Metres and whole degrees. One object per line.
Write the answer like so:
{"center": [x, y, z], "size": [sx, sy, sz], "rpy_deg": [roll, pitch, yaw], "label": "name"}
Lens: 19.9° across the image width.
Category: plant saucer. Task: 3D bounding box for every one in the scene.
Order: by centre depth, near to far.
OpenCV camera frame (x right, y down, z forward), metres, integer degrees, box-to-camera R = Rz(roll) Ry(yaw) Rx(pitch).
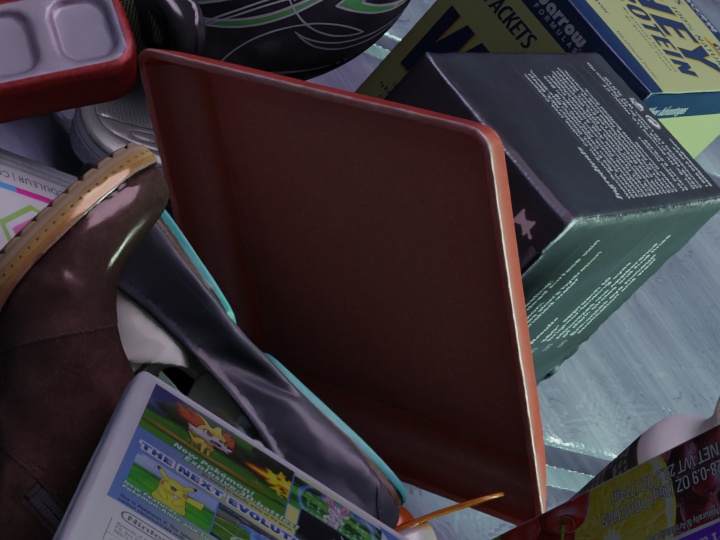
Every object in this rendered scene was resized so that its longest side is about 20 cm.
{"center": [0.000, 0.000, 0.908], "size": [0.199, 0.201, 0.037], "rpy_deg": [16, 40, 38], "label": "plant saucer"}

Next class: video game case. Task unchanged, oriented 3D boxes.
{"center": [-0.010, 0.126, 0.677], "size": [0.199, 0.022, 0.182], "rpy_deg": [33, 18, -7], "label": "video game case"}

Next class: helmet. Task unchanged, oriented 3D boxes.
{"center": [-0.058, -0.198, 1.185], "size": [0.200, 0.200, 0.191], "rpy_deg": [36, 25, -16], "label": "helmet"}

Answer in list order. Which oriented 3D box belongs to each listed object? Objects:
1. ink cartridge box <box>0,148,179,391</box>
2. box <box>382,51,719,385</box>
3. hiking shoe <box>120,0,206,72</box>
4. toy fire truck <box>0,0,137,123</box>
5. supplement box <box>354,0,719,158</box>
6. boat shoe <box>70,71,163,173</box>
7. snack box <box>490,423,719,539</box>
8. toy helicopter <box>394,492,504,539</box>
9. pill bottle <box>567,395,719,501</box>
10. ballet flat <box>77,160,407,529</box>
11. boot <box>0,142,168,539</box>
{"center": [-0.137, 0.038, 0.882], "size": [0.104, 0.059, 0.201], "rpy_deg": [20, 35, -40], "label": "ink cartridge box"}
{"center": [0.055, -0.008, 1.068], "size": [0.118, 0.197, 0.200], "rpy_deg": [51, 27, 16], "label": "box"}
{"center": [-0.179, -0.127, 1.029], "size": [0.199, 0.076, 0.101], "rpy_deg": [16, 47, 1], "label": "hiking shoe"}
{"center": [-0.213, -0.129, 0.908], "size": [0.199, 0.112, 0.169], "rpy_deg": [-13, 61, -16], "label": "toy fire truck"}
{"center": [0.108, -0.091, 1.260], "size": [0.134, 0.200, 0.200], "rpy_deg": [51, 27, 15], "label": "supplement box"}
{"center": [-0.084, -0.065, 1.117], "size": [0.202, 0.065, 0.075], "rpy_deg": [-9, 59, -54], "label": "boat shoe"}
{"center": [0.125, 0.177, 0.763], "size": [0.067, 0.168, 0.201], "rpy_deg": [8, 60, -37], "label": "snack box"}
{"center": [-0.005, 0.153, 0.858], "size": [0.199, 0.079, 0.133], "rpy_deg": [10, 72, -22], "label": "toy helicopter"}
{"center": [0.151, 0.142, 0.983], "size": [0.116, 0.200, 0.116], "rpy_deg": [33, 29, -21], "label": "pill bottle"}
{"center": [-0.066, 0.044, 0.833], "size": [0.200, 0.073, 0.073], "rpy_deg": [49, 27, 6], "label": "ballet flat"}
{"center": [-0.094, 0.071, 0.784], "size": [0.166, 0.200, 0.072], "rpy_deg": [39, -14, -7], "label": "boot"}
